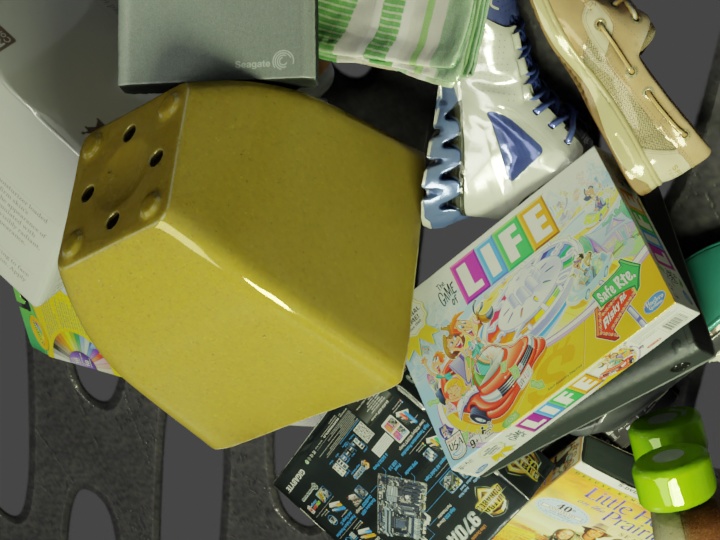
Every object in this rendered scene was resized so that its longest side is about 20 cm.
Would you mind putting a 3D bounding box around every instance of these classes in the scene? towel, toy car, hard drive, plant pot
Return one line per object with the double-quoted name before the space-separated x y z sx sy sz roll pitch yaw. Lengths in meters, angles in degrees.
"towel" 0.017 -0.212 1.362 0.199 0.023 0.154 16 97 47
"toy car" 0.301 0.174 1.373 0.199 0.158 0.165 -14 102 9
"hard drive" 0.138 0.039 1.391 0.199 0.033 0.140 -31 60 28
"plant pot" -0.096 -0.022 1.391 0.194 0.197 0.200 -22 137 38
"hard drive" -0.099 -0.225 1.392 0.138 0.033 0.202 -2 82 5

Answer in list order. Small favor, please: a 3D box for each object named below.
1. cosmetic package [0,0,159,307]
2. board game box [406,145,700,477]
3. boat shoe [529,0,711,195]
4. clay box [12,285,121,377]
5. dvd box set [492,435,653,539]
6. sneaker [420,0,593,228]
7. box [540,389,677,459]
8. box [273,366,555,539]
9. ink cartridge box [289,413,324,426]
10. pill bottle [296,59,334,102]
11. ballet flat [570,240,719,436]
"cosmetic package" -0.245 -0.116 1.626 0.165 0.165 0.200 42 139 8
"board game box" 0.119 0.029 1.354 0.200 0.034 0.135 -40 55 24
"boat shoe" 0.165 -0.152 1.323 0.064 0.071 0.201 -28 96 13
"clay box" -0.233 0.035 1.814 0.199 0.048 0.116 14 127 36
"dvd box set" 0.179 0.207 1.544 0.146 0.030 0.200 26 141 -16
"sneaker" 0.109 -0.121 1.385 0.114 0.081 0.201 8 110 6
"box" 0.128 0.097 1.540 0.158 0.048 0.200 46 138 6
"box" 0.036 0.157 1.524 0.159 0.046 0.200 41 137 5
"ink cartridge box" -0.049 0.038 1.656 0.175 0.045 0.201 2 120 42
"pill bottle" -0.090 -0.174 1.489 0.109 0.109 0.201 -11 112 45
"ballet flat" 0.219 0.050 1.402 0.200 0.073 0.073 -42 89 20
